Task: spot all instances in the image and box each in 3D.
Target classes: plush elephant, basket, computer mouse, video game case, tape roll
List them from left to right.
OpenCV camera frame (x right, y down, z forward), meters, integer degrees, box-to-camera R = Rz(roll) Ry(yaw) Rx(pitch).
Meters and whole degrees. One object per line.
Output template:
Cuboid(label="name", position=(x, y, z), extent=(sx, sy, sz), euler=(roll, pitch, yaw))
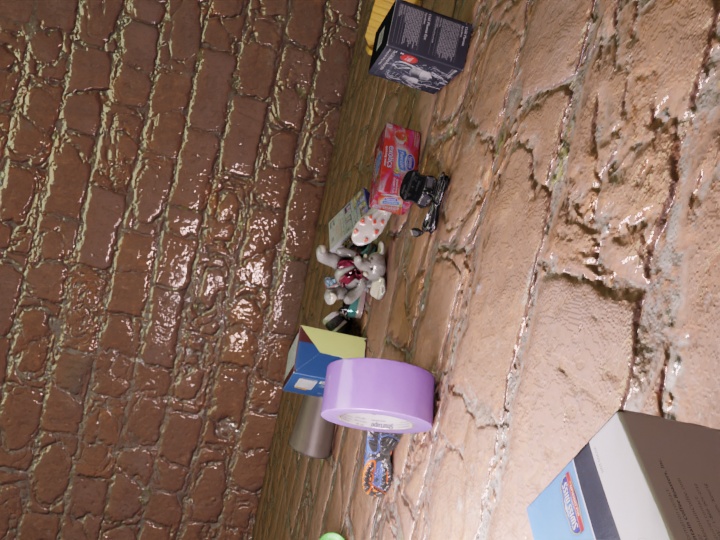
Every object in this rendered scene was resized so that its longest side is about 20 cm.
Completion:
Cuboid(label="basket", position=(-0.133, 0.449, 1.740), extent=(0.180, 0.133, 0.205), euler=(-178, 104, -74))
Cuboid(label="video game case", position=(-0.028, -0.159, 1.849), extent=(0.181, 0.045, 0.202), euler=(-44, 25, 20))
Cuboid(label="plush elephant", position=(0.000, 0.000, 1.516), extent=(0.154, 0.197, 0.169), euler=(-32, 56, 42))
Cuboid(label="tape roll", position=(0.031, 0.224, 0.991), extent=(0.200, 0.195, 0.087), euler=(126, 155, -62))
Cuboid(label="computer mouse", position=(0.136, -0.144, 1.238), extent=(0.199, 0.045, 0.144), euler=(28, 102, 66))

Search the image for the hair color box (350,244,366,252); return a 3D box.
Cuboid(label="hair color box", position=(-0.028, -0.087, 1.918), extent=(0.202, 0.059, 0.102), euler=(-99, 23, -58))

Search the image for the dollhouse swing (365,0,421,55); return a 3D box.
Cuboid(label="dollhouse swing", position=(0.095, -0.764, 1.778), extent=(0.176, 0.178, 0.204), euler=(-57, -12, -61))

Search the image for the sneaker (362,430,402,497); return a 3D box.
Cuboid(label="sneaker", position=(0.038, 0.350, 1.151), extent=(0.078, 0.073, 0.205), euler=(-132, 57, -80))

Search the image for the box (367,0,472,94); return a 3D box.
Cuboid(label="box", position=(0.129, -0.501, 1.283), extent=(0.200, 0.177, 0.107), euler=(-167, 90, -79))

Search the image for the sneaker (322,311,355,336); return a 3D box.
Cuboid(label="sneaker", position=(-0.051, 0.191, 1.735), extent=(0.072, 0.113, 0.200), euler=(-36, -13, 8))

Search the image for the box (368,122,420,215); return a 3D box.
Cuboid(label="box", position=(0.088, -0.259, 1.438), extent=(0.096, 0.097, 0.205), euler=(129, 151, -65))

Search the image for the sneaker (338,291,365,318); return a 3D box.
Cuboid(label="sneaker", position=(-0.024, 0.044, 1.719), extent=(0.072, 0.078, 0.205), euler=(124, 156, -60))

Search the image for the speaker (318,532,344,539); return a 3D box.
Cuboid(label="speaker", position=(-0.090, 0.726, 1.357), extent=(0.089, 0.086, 0.204), euler=(-98, 23, -59))

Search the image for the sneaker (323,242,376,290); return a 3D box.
Cuboid(label="sneaker", position=(-0.031, -0.016, 1.652), extent=(0.201, 0.095, 0.079), euler=(-50, 0, -15))

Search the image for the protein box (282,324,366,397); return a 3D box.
Cuboid(label="protein box", position=(-0.105, 0.269, 1.598), extent=(0.201, 0.194, 0.138), euler=(124, 156, -61))

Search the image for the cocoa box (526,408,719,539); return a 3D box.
Cuboid(label="cocoa box", position=(0.204, 0.214, 0.334), extent=(0.203, 0.130, 0.133), euler=(-92, 18, -49))

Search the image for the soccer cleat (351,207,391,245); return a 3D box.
Cuboid(label="soccer cleat", position=(0.048, -0.146, 1.512), extent=(0.201, 0.069, 0.078), euler=(-53, -1, -4))
